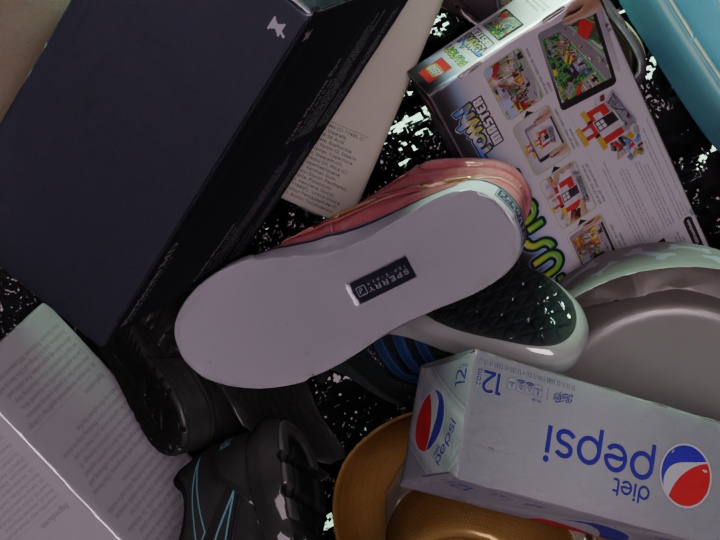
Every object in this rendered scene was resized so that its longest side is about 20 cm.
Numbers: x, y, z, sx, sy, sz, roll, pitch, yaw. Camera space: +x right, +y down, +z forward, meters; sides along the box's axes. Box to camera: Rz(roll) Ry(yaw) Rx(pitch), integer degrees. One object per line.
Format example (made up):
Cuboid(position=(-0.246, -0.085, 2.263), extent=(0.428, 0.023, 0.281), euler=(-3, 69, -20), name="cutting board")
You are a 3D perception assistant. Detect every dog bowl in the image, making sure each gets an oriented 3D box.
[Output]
Cuboid(position=(0.174, 0.074, 1.023), extent=(0.198, 0.059, 0.202), euler=(1, 117, 1), name="dog bowl")

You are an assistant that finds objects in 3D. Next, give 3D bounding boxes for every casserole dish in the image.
Cuboid(position=(0.229, -0.155, 1.042), extent=(0.121, 0.039, 0.201), euler=(-31, 84, -5), name="casserole dish")

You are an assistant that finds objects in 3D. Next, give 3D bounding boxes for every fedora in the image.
Cuboid(position=(0.069, 0.171, 1.000), extent=(0.198, 0.082, 0.202), euler=(6, 124, 9), name="fedora")

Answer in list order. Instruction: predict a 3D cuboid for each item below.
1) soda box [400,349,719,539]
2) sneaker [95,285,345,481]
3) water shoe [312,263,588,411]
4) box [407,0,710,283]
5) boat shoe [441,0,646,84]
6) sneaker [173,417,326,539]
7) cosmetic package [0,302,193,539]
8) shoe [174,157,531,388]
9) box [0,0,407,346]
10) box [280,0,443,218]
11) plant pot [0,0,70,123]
Cuboid(position=(0.124, 0.102, 0.932), extent=(0.198, 0.063, 0.069), euler=(16, 74, -23), name="soda box")
Cuboid(position=(-0.093, 0.040, 1.030), extent=(0.104, 0.060, 0.201), euler=(-10, 61, -38), name="sneaker")
Cuboid(position=(0.046, 0.038, 0.998), extent=(0.071, 0.199, 0.079), euler=(-43, 130, -37), name="water shoe")
Cuboid(position=(0.117, -0.061, 1.008), extent=(0.110, 0.035, 0.201), euler=(-32, 125, -2), name="box")
Cuboid(position=(0.088, -0.169, 1.033), extent=(0.199, 0.065, 0.072), euler=(37, 88, -6), name="boat shoe")
Cuboid(position=(-0.054, 0.182, 0.933), extent=(0.079, 0.075, 0.202), euler=(-16, 62, 16), name="sneaker")
Cuboid(position=(-0.151, 0.128, 1.002), extent=(0.200, 0.101, 0.071), euler=(47, 119, -4), name="cosmetic package")
Cuboid(position=(0.000, 0.000, 0.948), extent=(0.199, 0.091, 0.072), euler=(-23, 100, 17), name="shoe")
Cuboid(position=(-0.084, -0.090, 0.893), extent=(0.104, 0.182, 0.201), euler=(37, 111, 5), name="box")
Cuboid(position=(-0.002, -0.135, 0.995), extent=(0.082, 0.068, 0.201), euler=(24, 109, -1), name="box")
Cuboid(position=(-0.238, -0.098, 0.925), extent=(0.186, 0.188, 0.201), euler=(25, 109, -5), name="plant pot")
